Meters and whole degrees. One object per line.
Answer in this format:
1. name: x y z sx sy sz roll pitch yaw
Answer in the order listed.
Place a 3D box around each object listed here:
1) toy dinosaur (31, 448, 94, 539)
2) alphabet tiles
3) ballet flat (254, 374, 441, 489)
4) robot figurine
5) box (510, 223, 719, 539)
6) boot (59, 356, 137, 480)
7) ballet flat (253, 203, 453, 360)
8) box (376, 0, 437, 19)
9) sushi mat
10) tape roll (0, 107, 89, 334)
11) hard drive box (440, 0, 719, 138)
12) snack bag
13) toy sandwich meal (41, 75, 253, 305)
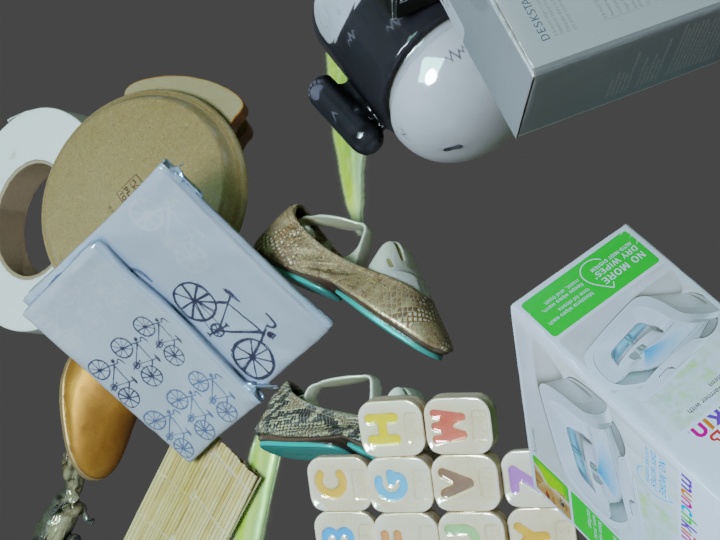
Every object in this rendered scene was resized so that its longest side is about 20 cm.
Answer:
1. toy dinosaur: -0.265 0.247 1.457 0.201 0.047 0.088 -60 38 16
2. alphabet tiles: 0.056 0.184 1.167 0.194 0.015 0.202 -3 100 24
3. ballet flat: 0.004 0.114 1.246 0.199 0.068 0.076 10 74 42
4. robot figurine: 0.044 -0.167 1.214 0.200 0.124 0.151 53 134 32
5. box: 0.186 0.105 1.001 0.096 0.201 0.176 -33 54 -16
6. boot: -0.170 0.072 1.388 0.143 0.071 0.203 -2 78 40
7. ballet flat: 0.000 0.000 1.263 0.199 0.070 0.066 28 87 35
8. box: 0.058 -0.285 1.192 0.199 0.048 0.194 -26 60 -15
9. sushi mat: -0.153 0.223 1.387 0.096 0.012 0.201 39 108 36
10. tape roll: -0.281 -0.044 1.519 0.202 0.037 0.205 -8 78 39
11. hard drive box: 0.156 -0.196 1.072 0.077 0.199 0.157 99 148 -64
12. snack bag: -0.139 0.037 1.302 0.189 0.021 0.200 44 122 -10
13. toy sandwich meal: -0.166 -0.058 1.371 0.204 0.070 0.207 -6 74 20
